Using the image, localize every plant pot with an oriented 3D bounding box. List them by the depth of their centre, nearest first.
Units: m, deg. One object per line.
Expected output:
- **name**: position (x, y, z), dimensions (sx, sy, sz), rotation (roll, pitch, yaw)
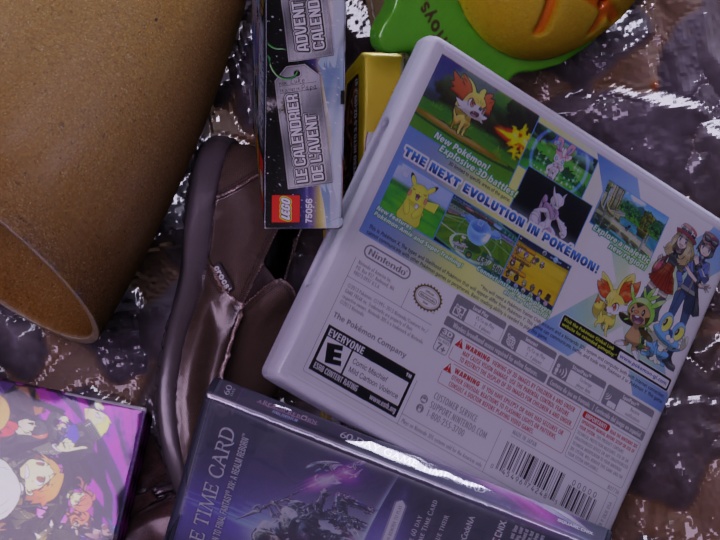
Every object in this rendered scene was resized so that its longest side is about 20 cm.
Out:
- **plant pot**: position (-0.150, -0.099, 1.336), dimensions (0.186, 0.186, 0.200), rotation (32, 75, 14)

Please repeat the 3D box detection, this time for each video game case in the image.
- **video game case**: position (0.006, 0.139, 1.268), dimensions (0.200, 0.143, 0.019), rotation (22, 42, 4)
- **video game case**: position (0.072, 0.015, 1.269), dimensions (0.200, 0.022, 0.182), rotation (31, 77, -23)
- **video game case**: position (-0.212, 0.147, 1.301), dimensions (0.181, 0.036, 0.200), rotation (12, 79, 3)

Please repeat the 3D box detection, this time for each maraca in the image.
- **maraca**: position (0.079, -0.158, 1.306), dimensions (0.200, 0.137, 0.107), rotation (-48, 31, -23)

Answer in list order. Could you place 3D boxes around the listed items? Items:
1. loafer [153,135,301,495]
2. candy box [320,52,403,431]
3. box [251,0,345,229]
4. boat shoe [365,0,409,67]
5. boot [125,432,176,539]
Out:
- **loafer**: position (-0.058, 0.028, 1.333), dimensions (0.071, 0.073, 0.200), rotation (3, 78, 10)
- **candy box**: position (0.000, 0.000, 1.316), dimensions (0.026, 0.102, 0.200), rotation (2, 80, -9)
- **box**: position (-0.031, -0.111, 1.268), dimensions (0.040, 0.200, 0.137), rotation (-1, 106, -4)
- **boat shoe**: position (0.015, -0.181, 1.365), dimensions (0.066, 0.074, 0.200), rotation (-8, 80, 29)
- **boot**: position (-0.185, 0.119, 1.363), dimensions (0.166, 0.072, 0.200), rotation (-31, 75, -8)
